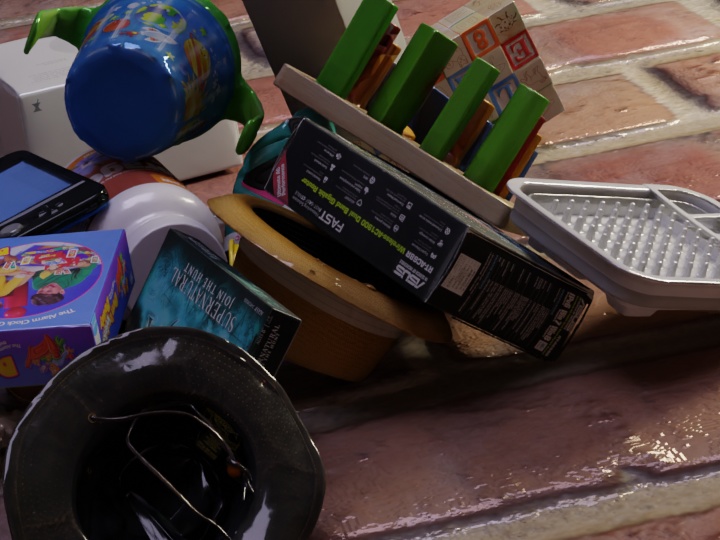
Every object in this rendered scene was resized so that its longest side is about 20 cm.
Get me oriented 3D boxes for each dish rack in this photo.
[{"bbox_3d":[0.210,-0.011,1.541,0.199,0.044,0.172,2,25,-36],"label":"dish rack"}]

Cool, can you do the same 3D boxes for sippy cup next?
[{"bbox_3d":[-0.173,-0.150,1.747,0.177,0.140,0.130,-8,19,13],"label":"sippy cup"}]

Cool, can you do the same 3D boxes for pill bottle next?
[{"bbox_3d":[-0.172,-0.024,1.725,0.112,0.113,0.200,-15,22,-17],"label":"pill bottle"}]

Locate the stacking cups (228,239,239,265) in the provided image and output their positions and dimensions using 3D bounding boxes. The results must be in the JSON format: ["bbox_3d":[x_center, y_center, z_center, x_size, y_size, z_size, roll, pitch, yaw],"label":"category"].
[{"bbox_3d":[0.000,0.000,1.689,0.199,0.061,0.061,-3,21,-1],"label":"stacking cups"}]

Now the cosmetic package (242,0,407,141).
[{"bbox_3d":[-0.027,-0.204,1.795,0.090,0.200,0.107,1,55,20],"label":"cosmetic package"}]

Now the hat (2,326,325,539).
[{"bbox_3d":[-0.125,0.137,1.309,0.200,0.201,0.081,-20,-16,-28],"label":"hat"}]

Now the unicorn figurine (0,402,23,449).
[{"bbox_3d":[-0.312,0.100,1.535,0.199,0.074,0.137,20,25,26],"label":"unicorn figurine"}]

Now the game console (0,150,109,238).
[{"bbox_3d":[-0.317,-0.078,1.689,0.170,0.119,0.200,-30,25,-20],"label":"game console"}]

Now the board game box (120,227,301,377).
[{"bbox_3d":[-0.114,0.061,1.466,0.028,0.136,0.200,24,5,-28],"label":"board game box"}]

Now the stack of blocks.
[{"bbox_3d":[0.065,-0.143,1.933,0.199,0.115,0.059,-32,24,-8],"label":"stack of blocks"}]

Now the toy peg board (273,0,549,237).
[{"bbox_3d":[0.059,-0.121,1.660,0.200,0.098,0.199,33,5,9],"label":"toy peg board"}]

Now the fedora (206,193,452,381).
[{"bbox_3d":[-0.034,0.021,1.543,0.200,0.082,0.201,28,9,-5],"label":"fedora"}]

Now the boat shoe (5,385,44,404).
[{"bbox_3d":[-0.231,0.059,1.603,0.072,0.068,0.200,13,17,-10],"label":"boat shoe"}]

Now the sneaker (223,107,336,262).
[{"bbox_3d":[-0.015,-0.072,1.758,0.199,0.121,0.084,-7,-19,16],"label":"sneaker"}]

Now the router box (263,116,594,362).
[{"bbox_3d":[0.047,-0.022,1.544,0.150,0.062,0.200,24,8,-45],"label":"router box"}]

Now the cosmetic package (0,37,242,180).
[{"bbox_3d":[-0.241,-0.153,2.071,0.198,0.124,0.200,-15,20,-17],"label":"cosmetic package"}]

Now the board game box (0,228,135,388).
[{"bbox_3d":[-0.267,0.029,1.519,0.199,0.045,0.135,-4,29,8],"label":"board game box"}]
